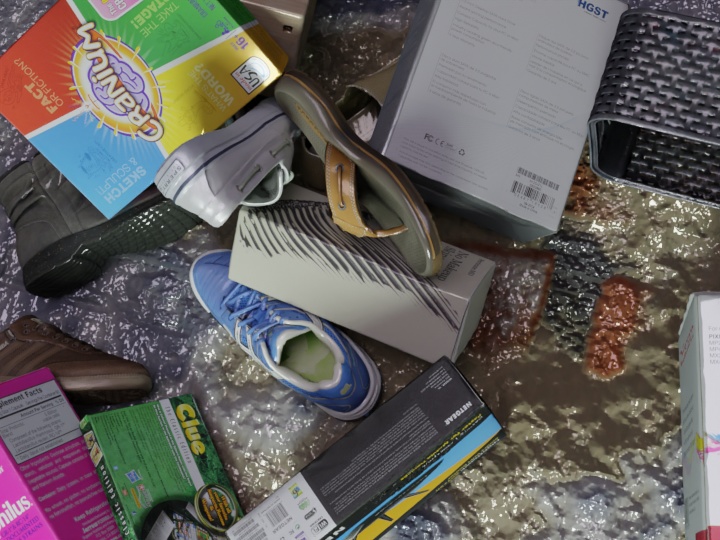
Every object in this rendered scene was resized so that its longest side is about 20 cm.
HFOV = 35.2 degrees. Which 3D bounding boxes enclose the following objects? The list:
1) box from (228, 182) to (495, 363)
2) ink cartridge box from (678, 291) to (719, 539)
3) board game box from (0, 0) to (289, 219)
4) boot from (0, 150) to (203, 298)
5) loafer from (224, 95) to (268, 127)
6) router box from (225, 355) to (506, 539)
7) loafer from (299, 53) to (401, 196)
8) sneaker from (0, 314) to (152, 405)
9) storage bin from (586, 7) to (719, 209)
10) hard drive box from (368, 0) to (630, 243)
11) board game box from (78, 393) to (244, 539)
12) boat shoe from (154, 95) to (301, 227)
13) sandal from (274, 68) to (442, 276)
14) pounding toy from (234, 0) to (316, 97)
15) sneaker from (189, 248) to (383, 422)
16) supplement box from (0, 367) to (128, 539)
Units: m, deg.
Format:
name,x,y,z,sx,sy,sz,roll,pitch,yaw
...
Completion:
name,x,y,z,sx,sy,sz,roll,pitch,yaw
box,0.000,0.000,0.908,0.198,0.082,0.069,21,119,13
ink cartridge box,0.270,0.128,0.790,0.082,0.146,0.202,-1,75,12
board game box,-0.179,-0.156,0.887,0.199,0.040,0.153,-36,111,22
boot,-0.232,-0.074,1.010,0.198,0.068,0.132,-25,68,5
loafer,-0.110,-0.192,1.013,0.062,0.072,0.202,-22,69,0
router box,0.011,0.156,0.842,0.199,0.149,0.051,-39,69,1
loafer,0.029,-0.136,0.963,0.200,0.067,0.076,-42,70,-1
sneaker,-0.273,0.073,0.974,0.198,0.070,0.076,-1,73,12
storage bin,0.281,-0.111,0.859,0.198,0.135,0.095,16,79,17
hard drive box,0.107,-0.145,0.910,0.155,0.077,0.202,23,80,-11
board game box,-0.141,0.197,0.897,0.023,0.104,0.201,-45,63,41
boat shoe,-0.087,-0.078,0.884,0.067,0.200,0.074,46,122,1
sandal,-0.011,-0.068,0.852,0.054,0.082,0.200,-36,76,-14
pounding toy,-0.120,-0.281,0.952,0.182,0.143,0.202,13,56,-3
sneaker,-0.065,0.042,0.931,0.199,0.077,0.076,35,87,21
supplement box,-0.252,0.192,0.884,0.101,0.103,0.201,-37,82,22
